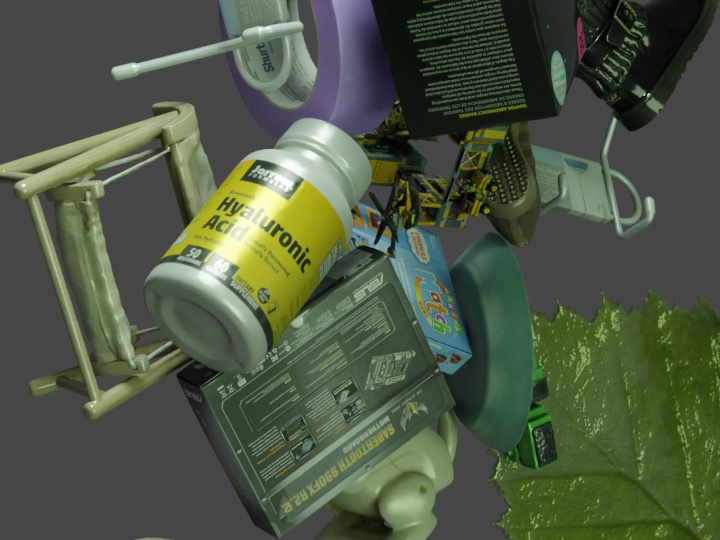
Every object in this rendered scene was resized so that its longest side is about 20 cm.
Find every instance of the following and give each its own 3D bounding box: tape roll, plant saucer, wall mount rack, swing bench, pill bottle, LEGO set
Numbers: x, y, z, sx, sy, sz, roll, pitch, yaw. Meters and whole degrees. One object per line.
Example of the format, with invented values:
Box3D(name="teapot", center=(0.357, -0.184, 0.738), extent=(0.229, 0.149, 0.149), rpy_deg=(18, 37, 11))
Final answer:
Box3D(name="tape roll", center=(-0.044, -0.206, 1.553), extent=(0.065, 0.200, 0.202), rpy_deg=(-16, 105, -30))
Box3D(name="plant saucer", center=(0.108, 0.066, 1.696), extent=(0.036, 0.200, 0.202), rpy_deg=(-3, 98, -14))
Box3D(name="wall mount rack", center=(0.213, -0.124, 1.808), extent=(0.199, 0.074, 0.175), rpy_deg=(13, 57, -34))
Box3D(name="swing bench", center=(-0.189, -0.013, 1.530), extent=(0.199, 0.129, 0.200), rpy_deg=(-24, 108, -28))
Box3D(name="pill bottle", center=(-0.075, -0.025, 1.475), extent=(0.111, 0.111, 0.200), rpy_deg=(53, 55, -26))
Box3D(name="LEGO set", center=(0.027, -0.120, 1.622), extent=(0.115, 0.200, 0.154), rpy_deg=(2, 127, -32))
Box3D(name="wall mount rack", center=(-0.134, -0.235, 1.507), extent=(0.074, 0.173, 0.201), rpy_deg=(-18, 97, -49))

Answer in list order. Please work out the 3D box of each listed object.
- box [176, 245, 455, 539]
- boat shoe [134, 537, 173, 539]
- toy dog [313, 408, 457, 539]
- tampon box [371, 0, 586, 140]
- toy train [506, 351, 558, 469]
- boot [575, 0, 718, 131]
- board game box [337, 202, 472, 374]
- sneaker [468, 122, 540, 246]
Box3D(name="box", center=(-0.033, 0.099, 1.541), extent=(0.200, 0.048, 0.159), rpy_deg=(-36, 117, -20))
Box3D(name="boat shoe", center=(-0.131, 0.293, 1.645), extent=(0.200, 0.067, 0.072), rpy_deg=(33, 81, -30))
Box3D(name="toy dog", center=(-0.004, 0.142, 1.663), extent=(0.194, 0.139, 0.201), rpy_deg=(-37, 110, -17))
Box3D(name="tampon box", center=(0.088, -0.228, 1.456), extent=(0.150, 0.125, 0.201), rpy_deg=(-61, 139, -58))
Box3D(name="toy train", center=(0.154, 0.099, 1.804), extent=(0.042, 0.056, 0.201), rpy_deg=(-20, 107, -29))
Box3D(name="boot", center=(0.254, -0.255, 1.803), extent=(0.158, 0.079, 0.212), rpy_deg=(40, 53, -14))
Box3D(name="board game box", center=(0.000, 0.000, 1.650), extent=(0.199, 0.152, 0.037), rpy_deg=(20, 128, -32))
Box3D(name="sneaker", center=(0.127, -0.110, 1.723), extent=(0.070, 0.201, 0.076), rpy_deg=(-9, 140, 9))
